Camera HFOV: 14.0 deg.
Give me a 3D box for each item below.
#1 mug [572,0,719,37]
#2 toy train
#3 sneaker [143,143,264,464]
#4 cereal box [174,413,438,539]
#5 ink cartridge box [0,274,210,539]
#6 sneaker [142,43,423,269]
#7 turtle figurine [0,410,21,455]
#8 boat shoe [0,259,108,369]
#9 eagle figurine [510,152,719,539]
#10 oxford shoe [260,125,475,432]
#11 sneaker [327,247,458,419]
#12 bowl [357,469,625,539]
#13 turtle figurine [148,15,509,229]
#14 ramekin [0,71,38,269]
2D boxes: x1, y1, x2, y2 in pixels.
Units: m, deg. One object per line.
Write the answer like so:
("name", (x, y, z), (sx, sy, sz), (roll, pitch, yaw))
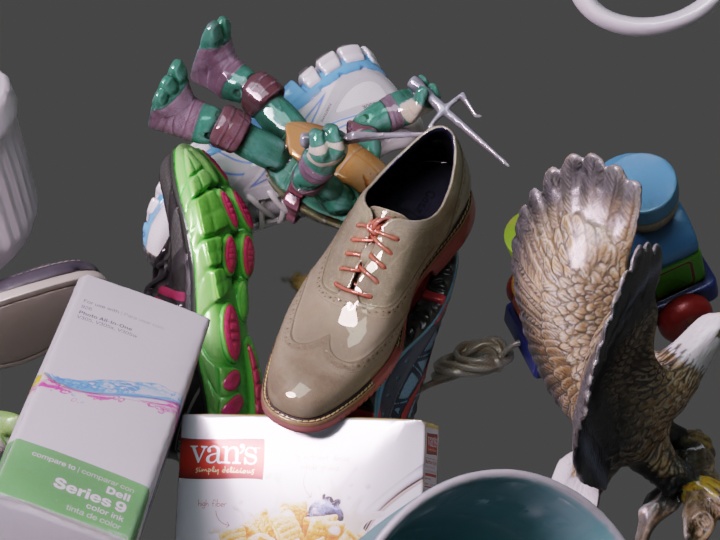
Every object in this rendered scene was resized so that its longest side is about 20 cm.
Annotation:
("mug", (0.176, -0.248, 1.880), (0.175, 0.148, 0.200), (-9, 83, -1))
("toy train", (0.105, 0.010, 1.712), (0.200, 0.116, 0.085), (-24, 52, -3))
("sneaker", (-0.108, 0.020, 1.758), (0.084, 0.077, 0.200), (-9, 76, 23))
("cereal box", (-0.033, 0.180, 1.620), (0.144, 0.040, 0.200), (0, 84, 16))
("ink cartridge box", (-0.159, 0.122, 1.638), (0.087, 0.145, 0.200), (19, 37, -3))
("sneaker", (-0.045, -0.058, 1.831), (0.200, 0.075, 0.087), (-39, 61, -14))
("turtle figurine", (-0.257, 0.140, 1.699), (0.144, 0.200, 0.194), (33, 59, -5))
("boat shoe", (-0.254, 0.029, 1.820), (0.200, 0.073, 0.063), (-23, 55, 3))
("eagle figurine", (0.145, 0.053, 1.614), (0.152, 0.200, 0.151), (-3, 44, 44))
("oxford shoe", (0.000, 0.000, 1.634), (0.070, 0.075, 0.200), (19, 57, 16))
("sneaker", (0.000, 0.058, 1.713), (0.079, 0.096, 0.200), (22, 76, 16))
("bowl", (0.046, 0.204, 1.532), (0.201, 0.201, 0.105), (-54, 23, -24))
("turtle figurine", (-0.019, -0.074, 1.752), (0.200, 0.101, 0.150), (26, 20, 7))
("ramekin", (-0.294, -0.040, 1.828), (0.202, 0.094, 0.202), (-18, 25, 9))
